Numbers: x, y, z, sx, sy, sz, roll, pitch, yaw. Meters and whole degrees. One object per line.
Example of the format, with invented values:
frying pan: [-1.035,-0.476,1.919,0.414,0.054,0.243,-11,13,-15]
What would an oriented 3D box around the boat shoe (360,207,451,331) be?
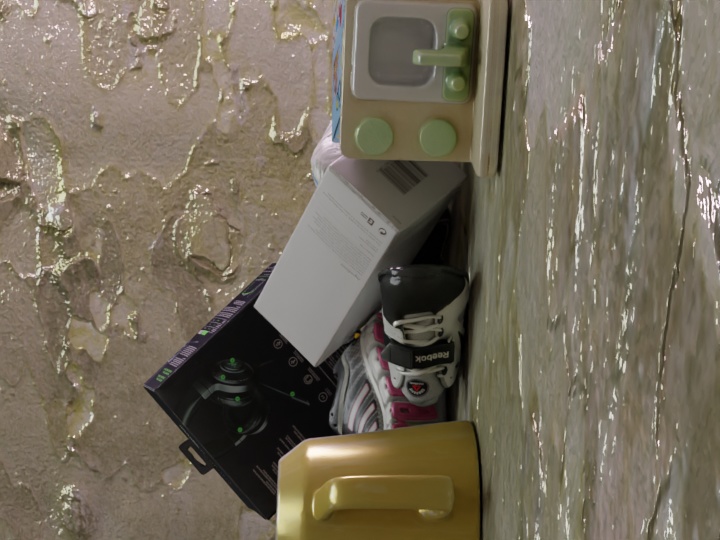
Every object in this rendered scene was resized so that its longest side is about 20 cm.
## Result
boat shoe: [0.048,0.014,1.423,0.065,0.071,0.201,60,147,27]

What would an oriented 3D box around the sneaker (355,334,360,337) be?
sneaker: [0.019,0.110,1.701,0.075,0.089,0.203,102,170,-76]

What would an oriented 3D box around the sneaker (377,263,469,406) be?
sneaker: [0.053,0.056,1.238,0.200,0.073,0.090,72,-163,-68]

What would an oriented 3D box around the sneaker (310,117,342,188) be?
sneaker: [0.014,-0.154,1.548,0.201,0.071,0.073,-58,-20,-17]

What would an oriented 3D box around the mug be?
mug: [0.011,0.176,1.180,0.150,0.151,0.188,-91,4,-49]

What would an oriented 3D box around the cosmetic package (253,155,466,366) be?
cosmetic package: [-0.003,-0.022,1.311,0.107,0.085,0.201,-39,-12,-42]

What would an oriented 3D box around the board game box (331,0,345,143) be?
board game box: [0.032,-0.220,1.348,0.105,0.101,0.203,112,160,-62]

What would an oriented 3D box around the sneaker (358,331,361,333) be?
sneaker: [0.000,-0.001,1.508,0.067,0.108,0.201,-51,0,-22]

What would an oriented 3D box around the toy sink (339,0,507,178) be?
toy sink: [0.040,-0.154,1.143,0.200,0.110,0.132,-96,8,-71]

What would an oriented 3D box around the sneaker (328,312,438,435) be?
sneaker: [0.020,0.143,1.348,0.087,0.073,0.202,-37,55,41]

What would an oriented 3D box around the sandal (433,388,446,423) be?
sandal: [0.051,0.150,1.406,0.083,0.049,0.206,-98,11,-71]

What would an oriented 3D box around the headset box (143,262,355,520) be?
headset box: [-0.094,0.122,1.532,0.174,0.200,0.093,48,168,-10]
